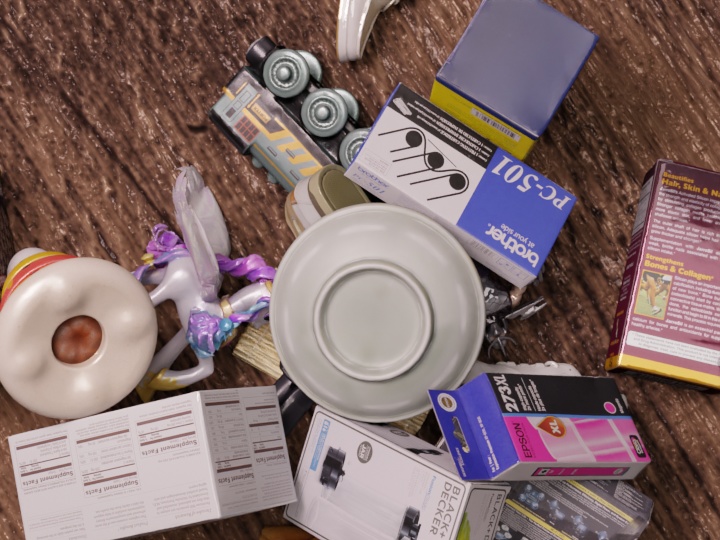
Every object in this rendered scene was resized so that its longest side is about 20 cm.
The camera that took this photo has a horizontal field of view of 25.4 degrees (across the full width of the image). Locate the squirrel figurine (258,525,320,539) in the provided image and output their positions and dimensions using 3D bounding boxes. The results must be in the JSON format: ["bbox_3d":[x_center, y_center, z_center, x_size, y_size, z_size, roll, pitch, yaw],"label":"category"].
[{"bbox_3d":[-0.010,0.311,1.434,0.198,0.187,0.143,5,83,0],"label":"squirrel figurine"}]

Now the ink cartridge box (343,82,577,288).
[{"bbox_3d":[0.094,-0.078,1.482,0.199,0.044,0.094,32,68,-5],"label":"ink cartridge box"}]

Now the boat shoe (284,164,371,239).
[{"bbox_3d":[0.000,0.000,1.496,0.075,0.068,0.201,-30,92,-47],"label":"boat shoe"}]

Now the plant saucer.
[{"bbox_3d":[0.013,0.042,1.427,0.198,0.050,0.202,1,99,7],"label":"plant saucer"}]

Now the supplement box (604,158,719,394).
[{"bbox_3d":[0.310,0.008,1.522,0.109,0.086,0.202,13,84,2],"label":"supplement box"}]

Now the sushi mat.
[{"bbox_3d":[-0.019,0.087,1.548,0.199,0.012,0.096,29,85,4],"label":"sushi mat"}]

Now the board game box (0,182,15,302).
[{"bbox_3d":[-0.382,-0.005,1.485,0.096,0.159,0.202,-12,84,-1],"label":"board game box"}]

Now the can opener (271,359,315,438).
[{"bbox_3d":[-0.070,0.121,1.514,0.078,0.063,0.200,35,100,-23],"label":"can opener"}]

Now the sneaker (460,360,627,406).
[{"bbox_3d":[0.163,0.123,1.526,0.199,0.075,0.088,26,70,-2],"label":"sneaker"}]

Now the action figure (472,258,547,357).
[{"bbox_3d":[0.103,-0.011,1.534,0.129,0.069,0.202,-19,87,-7],"label":"action figure"}]

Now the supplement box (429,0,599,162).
[{"bbox_3d":[0.135,-0.176,1.485,0.109,0.200,0.109,31,84,3],"label":"supplement box"}]

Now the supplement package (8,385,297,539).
[{"bbox_3d":[-0.184,0.179,1.435,0.198,0.156,0.112,-14,83,22],"label":"supplement package"}]

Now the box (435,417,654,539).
[{"bbox_3d":[0.146,0.227,1.480,0.199,0.049,0.162,32,117,5],"label":"box"}]

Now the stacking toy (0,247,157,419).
[{"bbox_3d":[-0.278,0.032,1.433,0.145,0.200,0.147,-10,114,-25],"label":"stacking toy"}]

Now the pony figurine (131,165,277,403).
[{"bbox_3d":[-0.160,0.011,1.501,0.199,0.167,0.194,-28,99,6],"label":"pony figurine"}]

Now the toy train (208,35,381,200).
[{"bbox_3d":[-0.053,-0.129,1.542,0.114,0.085,0.200,-44,88,13],"label":"toy train"}]

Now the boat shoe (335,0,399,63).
[{"bbox_3d":[0.025,-0.295,1.564,0.069,0.071,0.202,15,82,3],"label":"boat shoe"}]

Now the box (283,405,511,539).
[{"bbox_3d":[0.030,0.209,1.445,0.199,0.060,0.118,24,98,41],"label":"box"}]

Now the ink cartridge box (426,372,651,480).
[{"bbox_3d":[0.160,0.139,1.420,0.199,0.037,0.095,3,51,-31],"label":"ink cartridge box"}]
